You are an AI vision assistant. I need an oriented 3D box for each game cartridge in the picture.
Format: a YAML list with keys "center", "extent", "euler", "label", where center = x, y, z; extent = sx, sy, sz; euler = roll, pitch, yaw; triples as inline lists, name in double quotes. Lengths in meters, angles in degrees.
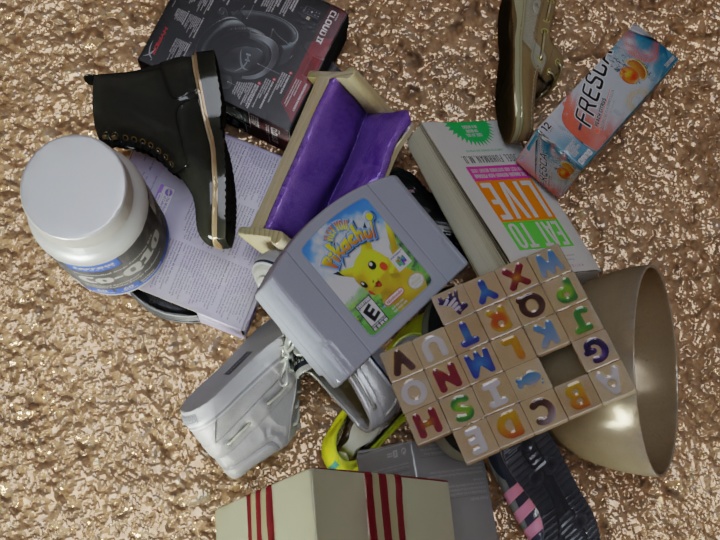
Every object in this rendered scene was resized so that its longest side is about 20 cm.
- center: [0.000, 0.000, 1.187]
  extent: [0.134, 0.040, 0.200]
  euler: [47, 58, 2]
  label: "game cartridge"

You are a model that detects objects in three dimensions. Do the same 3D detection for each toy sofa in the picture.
- center: [-0.032, -0.098, 1.257]
  extent: [0.097, 0.083, 0.202]
  euler: [9, 69, 40]
  label: "toy sofa"

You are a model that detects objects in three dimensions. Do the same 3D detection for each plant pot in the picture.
- center: [0.227, 0.100, 1.232]
  extent: [0.133, 0.200, 0.203]
  euler: [-4, 75, 26]
  label: "plant pot"

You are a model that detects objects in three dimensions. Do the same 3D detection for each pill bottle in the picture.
- center: [-0.248, -0.051, 1.178]
  extent: [0.112, 0.200, 0.116]
  euler: [0, 78, 0]
  label: "pill bottle"

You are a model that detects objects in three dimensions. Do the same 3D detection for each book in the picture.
- center: [0.146, -0.065, 1.279]
  extent: [0.132, 0.048, 0.201]
  euler: [-8, 58, -40]
  label: "book"

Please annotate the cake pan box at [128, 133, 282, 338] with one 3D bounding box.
- center: [-0.169, -0.047, 1.307]
  extent: [0.182, 0.052, 0.202]
  euler: [19, 76, 4]
  label: "cake pan box"

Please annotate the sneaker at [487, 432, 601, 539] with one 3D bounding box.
- center: [0.178, 0.224, 1.243]
  extent: [0.070, 0.082, 0.202]
  euler: [-27, 108, -15]
  label: "sneaker"

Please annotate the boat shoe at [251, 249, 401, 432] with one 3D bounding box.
- center: [-0.047, 0.075, 1.197]
  extent: [0.202, 0.075, 0.086]
  euler: [48, 58, 2]
  label: "boat shoe"

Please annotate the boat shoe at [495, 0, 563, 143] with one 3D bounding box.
- center: [0.183, -0.223, 1.338]
  extent: [0.065, 0.074, 0.203]
  euler: [9, 63, -7]
  label: "boat shoe"

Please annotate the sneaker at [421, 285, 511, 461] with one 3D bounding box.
- center: [0.121, 0.079, 1.225]
  extent: [0.074, 0.106, 0.202]
  euler: [25, 41, -28]
  label: "sneaker"

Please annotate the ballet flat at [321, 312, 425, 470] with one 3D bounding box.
- center: [0.033, 0.123, 1.265]
  extent: [0.067, 0.067, 0.201]
  euler: [38, 78, 5]
  label: "ballet flat"

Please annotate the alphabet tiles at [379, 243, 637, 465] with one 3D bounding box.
- center: [0.124, 0.078, 1.138]
  extent: [0.198, 0.008, 0.169]
  euler: [-22, 58, -2]
  label: "alphabet tiles"

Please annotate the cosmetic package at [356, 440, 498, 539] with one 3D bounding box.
- center: [0.072, 0.265, 1.204]
  extent: [0.106, 0.090, 0.203]
  euler: [6, 73, -44]
  label: "cosmetic package"

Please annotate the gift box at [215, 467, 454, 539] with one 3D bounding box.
- center: [-0.021, 0.293, 1.104]
  extent: [0.182, 0.200, 0.189]
  euler: [10, 62, -32]
  label: "gift box"

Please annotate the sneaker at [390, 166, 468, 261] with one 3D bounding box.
- center: [0.059, -0.067, 1.311]
  extent: [0.197, 0.076, 0.089]
  euler: [6, 70, -1]
  label: "sneaker"

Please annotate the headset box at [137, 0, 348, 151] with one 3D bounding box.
- center: [-0.114, -0.232, 1.339]
  extent: [0.198, 0.077, 0.150]
  euler: [25, 78, 3]
  label: "headset box"

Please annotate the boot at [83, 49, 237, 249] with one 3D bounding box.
- center: [-0.198, -0.112, 1.247]
  extent: [0.136, 0.078, 0.203]
  euler: [-8, 71, -1]
  label: "boot"

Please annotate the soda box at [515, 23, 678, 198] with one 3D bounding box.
- center: [0.249, -0.169, 1.317]
  extent: [0.063, 0.069, 0.200]
  euler: [40, 61, 6]
  label: "soda box"

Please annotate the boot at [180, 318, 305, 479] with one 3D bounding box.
- center: [-0.086, 0.117, 1.270]
  extent: [0.200, 0.073, 0.096]
  euler: [-41, 111, -23]
  label: "boot"
